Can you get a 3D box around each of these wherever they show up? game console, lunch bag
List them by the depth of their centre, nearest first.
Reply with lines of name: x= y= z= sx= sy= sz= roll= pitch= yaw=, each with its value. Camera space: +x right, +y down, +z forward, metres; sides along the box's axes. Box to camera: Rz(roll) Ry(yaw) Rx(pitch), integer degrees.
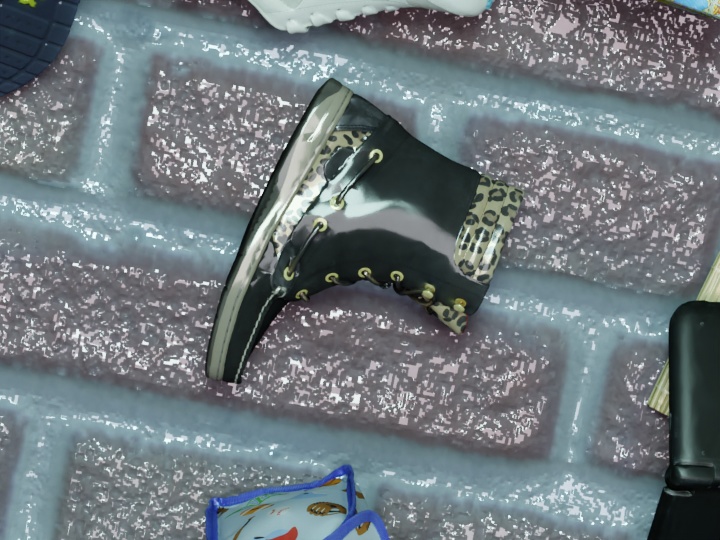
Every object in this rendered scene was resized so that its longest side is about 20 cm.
lunch bag: x=-0.024 y=0.226 z=1.415 sx=0.123 sy=0.200 sz=0.171 roll=-16 pitch=98 yaw=1
game console: x=0.280 y=0.125 z=1.488 sx=0.198 sy=0.116 sz=0.177 roll=5 pitch=70 yaw=-8

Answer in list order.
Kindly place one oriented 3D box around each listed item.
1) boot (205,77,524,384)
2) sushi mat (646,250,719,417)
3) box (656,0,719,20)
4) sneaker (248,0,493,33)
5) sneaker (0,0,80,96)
boot: x=0.000 y=0.000 z=1.450 sx=0.150 sy=0.073 sz=0.201 roll=24 pitch=92 yaw=-5
sushi mat: x=0.266 y=0.016 z=1.485 sx=0.095 sy=0.012 sz=0.201 roll=24 pitch=98 yaw=-6
box: x=0.158 y=-0.274 z=1.386 sx=0.191 sy=0.122 sz=0.201 roll=19 pitch=97 yaw=-4
sneaker: x=-0.016 y=-0.183 z=1.425 sx=0.198 sy=0.077 sz=0.081 roll=16 pitch=106 yaw=2
sneaker: x=-0.203 y=-0.190 z=1.420 sx=0.074 sy=0.082 sz=0.200 roll=23 pitch=117 yaw=-32
